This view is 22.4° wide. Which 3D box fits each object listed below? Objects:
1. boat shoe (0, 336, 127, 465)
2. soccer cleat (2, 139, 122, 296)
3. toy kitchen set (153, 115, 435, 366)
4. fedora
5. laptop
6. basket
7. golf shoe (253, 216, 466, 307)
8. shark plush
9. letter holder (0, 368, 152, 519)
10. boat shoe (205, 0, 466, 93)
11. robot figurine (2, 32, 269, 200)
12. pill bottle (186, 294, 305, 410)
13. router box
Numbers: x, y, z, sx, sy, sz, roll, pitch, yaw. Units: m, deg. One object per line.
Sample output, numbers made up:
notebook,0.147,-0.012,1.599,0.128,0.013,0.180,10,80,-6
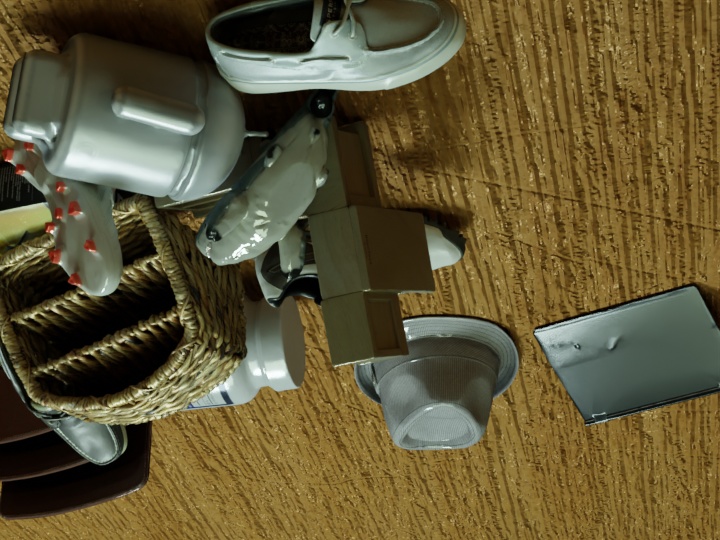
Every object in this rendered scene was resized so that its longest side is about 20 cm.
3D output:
boat shoe,-0.309,0.122,1.827,0.071,0.066,0.201,-28,108,13
soccer cleat,-0.224,-0.058,1.479,0.077,0.200,0.069,2,130,-38
toy kitchen set,-0.050,-0.010,1.567,0.179,0.201,0.163,-13,174,22
fedora,0.081,0.134,1.928,0.176,0.091,0.200,4,151,-9
laptop,0.316,0.086,1.931,0.186,0.117,0.200,-17,176,28
basket,-0.218,0.047,1.598,0.199,0.144,0.149,-20,148,26
golf shoe,0.000,0.000,1.679,0.198,0.095,0.078,-1,151,-2
shark plush,-0.073,-0.091,1.453,0.090,0.083,0.201,14,107,-27
letter holder,-0.332,0.178,1.948,0.199,0.143,0.101,-15,149,25
boat shoe,-0.023,-0.178,1.371,0.199,0.071,0.072,-6,157,16
robot figurine,-0.176,-0.119,1.432,0.199,0.114,0.169,11,179,-20
pill bottle,-0.161,0.080,1.798,0.199,0.116,0.116,-6,151,10
router box,-0.274,-0.030,1.659,0.156,0.053,0.200,-11,150,16
